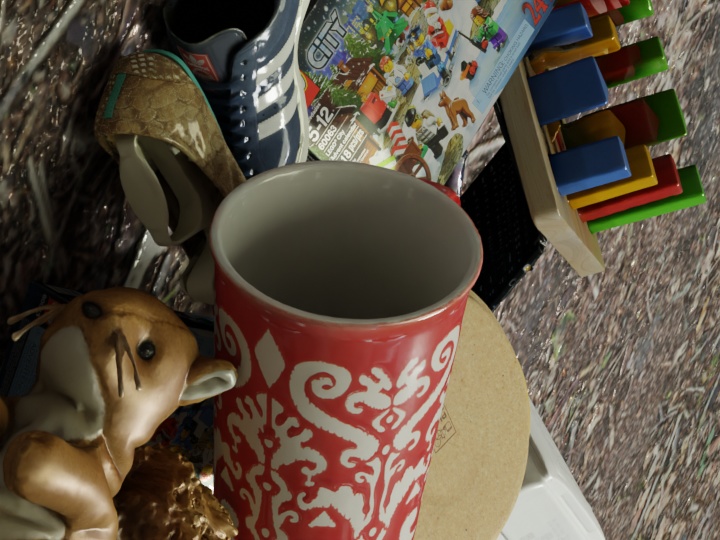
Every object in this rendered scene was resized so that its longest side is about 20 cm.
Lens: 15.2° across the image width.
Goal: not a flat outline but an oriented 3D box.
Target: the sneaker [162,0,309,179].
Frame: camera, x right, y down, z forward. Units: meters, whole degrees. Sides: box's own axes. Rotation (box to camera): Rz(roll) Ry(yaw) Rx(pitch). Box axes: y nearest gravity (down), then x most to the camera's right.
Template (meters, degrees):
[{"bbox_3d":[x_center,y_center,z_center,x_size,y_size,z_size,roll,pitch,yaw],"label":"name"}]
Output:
[{"bbox_3d":[-0.072,-0.105,1.423,0.084,0.075,0.200,-28,129,-57],"label":"sneaker"}]

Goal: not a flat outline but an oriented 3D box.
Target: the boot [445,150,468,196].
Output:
[{"bbox_3d":[0.000,0.000,1.666,0.073,0.090,0.200,-28,137,-58],"label":"boot"}]

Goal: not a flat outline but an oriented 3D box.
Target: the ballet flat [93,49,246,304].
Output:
[{"bbox_3d":[-0.082,-0.024,1.412,0.200,0.070,0.065,56,48,-29],"label":"ballet flat"}]

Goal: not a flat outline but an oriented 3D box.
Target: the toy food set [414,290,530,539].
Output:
[{"bbox_3d":[0.030,0.091,1.610,0.198,0.049,0.200,52,54,-32],"label":"toy food set"}]

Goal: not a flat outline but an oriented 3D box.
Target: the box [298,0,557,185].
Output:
[{"bbox_3d":[0.023,-0.135,1.558,0.137,0.038,0.200,43,68,-30],"label":"box"}]

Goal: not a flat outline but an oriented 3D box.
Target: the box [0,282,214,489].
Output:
[{"bbox_3d":[-0.112,0.091,1.453,0.200,0.038,0.137,13,98,-45],"label":"box"}]

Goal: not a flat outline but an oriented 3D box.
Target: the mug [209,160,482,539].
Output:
[{"bbox_3d":[0.002,0.057,1.392,0.177,0.133,0.200,-19,134,-30],"label":"mug"}]

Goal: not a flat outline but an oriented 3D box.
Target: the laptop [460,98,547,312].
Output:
[{"bbox_3d":[0.061,-0.062,1.741,0.200,0.103,0.177,-51,-162,25],"label":"laptop"}]

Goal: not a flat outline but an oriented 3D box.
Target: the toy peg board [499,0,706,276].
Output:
[{"bbox_3d":[0.146,-0.118,1.713,0.199,0.098,0.200,38,36,-74],"label":"toy peg board"}]

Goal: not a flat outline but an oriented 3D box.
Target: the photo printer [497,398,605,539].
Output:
[{"bbox_3d":[0.087,0.107,1.858,0.069,0.200,0.166,-30,148,4],"label":"photo printer"}]

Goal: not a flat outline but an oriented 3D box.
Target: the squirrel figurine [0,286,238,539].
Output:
[{"bbox_3d":[-0.141,0.105,1.326,0.187,0.141,0.200,-58,144,-18],"label":"squirrel figurine"}]
